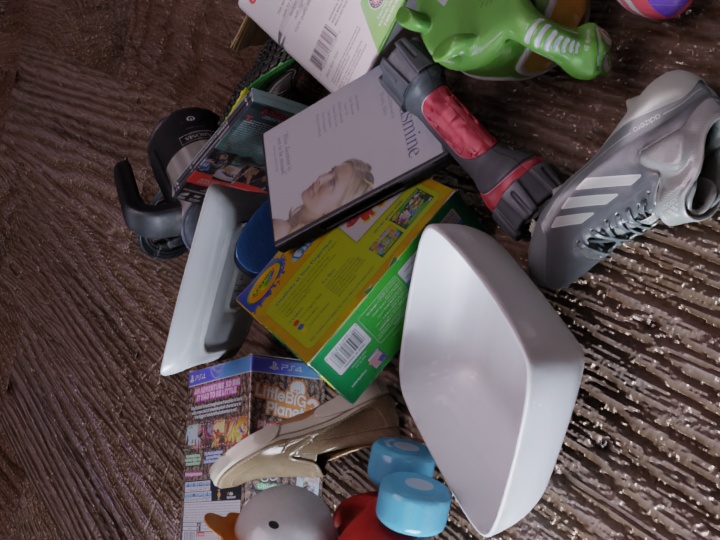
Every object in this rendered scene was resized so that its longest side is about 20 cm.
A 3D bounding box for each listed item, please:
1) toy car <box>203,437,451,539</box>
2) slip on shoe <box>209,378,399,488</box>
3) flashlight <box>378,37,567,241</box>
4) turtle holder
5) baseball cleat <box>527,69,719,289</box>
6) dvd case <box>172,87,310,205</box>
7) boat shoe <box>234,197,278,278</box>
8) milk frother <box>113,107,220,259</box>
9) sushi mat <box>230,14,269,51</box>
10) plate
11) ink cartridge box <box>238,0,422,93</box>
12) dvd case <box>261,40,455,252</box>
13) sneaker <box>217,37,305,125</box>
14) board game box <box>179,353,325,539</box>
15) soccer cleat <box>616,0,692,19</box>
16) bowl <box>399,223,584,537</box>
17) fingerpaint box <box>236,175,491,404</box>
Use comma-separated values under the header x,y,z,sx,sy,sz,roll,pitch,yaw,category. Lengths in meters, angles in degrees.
x,y,z,sx,sy,sz,roll,pitch,yaw,category
-0.040,0.244,0.921,0.177,0.196,0.188,-112,32,-80,toy car
-0.054,0.176,1.051,0.197,0.076,0.061,-26,74,2,slip on shoe
0.092,-0.116,0.903,0.068,0.068,0.201,-48,69,26,flashlight
0.131,-0.225,0.880,0.184,0.130,0.144,7,86,57,turtle holder
0.196,-0.047,0.788,0.202,0.069,0.107,-61,37,28,baseball cleat
-0.107,-0.123,1.210,0.200,0.144,0.022,-39,48,46,dvd case
-0.058,-0.060,1.136,0.084,0.200,0.069,48,156,-2,boat shoe
-0.213,-0.071,1.399,0.189,0.178,0.202,58,171,47,milk frother
-0.093,-0.357,1.314,0.012,0.096,0.201,38,121,10,sushi mat
-0.143,0.012,1.166,0.032,0.199,0.204,16,94,13,plate
-0.018,-0.283,1.111,0.200,0.083,0.147,46,122,26,ink cartridge box
-0.008,-0.118,1.020,0.198,0.018,0.145,-26,53,23,dvd case
-0.096,-0.218,1.280,0.200,0.084,0.079,-39,26,56,sneaker
-0.120,0.206,1.185,0.159,0.096,0.204,-18,66,54,board game box
0.193,-0.264,0.844,0.067,0.075,0.202,-56,39,31,soccer cleat
0.105,0.078,0.852,0.201,0.073,0.203,-122,30,-47,bowl
0.000,0.000,1.003,0.201,0.073,0.166,-49,35,-6,fingerpaint box
